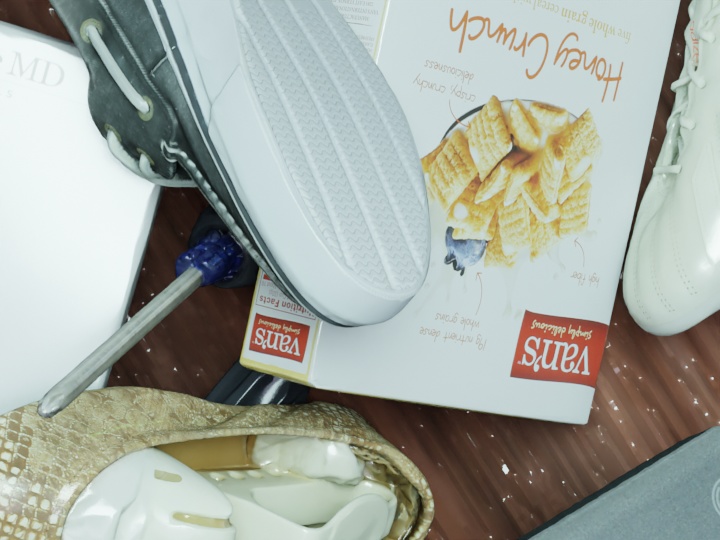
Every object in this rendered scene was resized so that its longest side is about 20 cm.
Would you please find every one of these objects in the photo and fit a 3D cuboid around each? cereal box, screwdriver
[{"bbox_3d":[0.041,-0.054,0.752,0.144,0.039,0.201,10,91,-47],"label":"cereal box"},{"bbox_3d":[0.000,0.000,0.794,0.029,0.028,0.200,40,87,-35],"label":"screwdriver"},{"bbox_3d":[-0.057,0.003,0.701,0.028,0.200,0.029,-3,102,18],"label":"screwdriver"}]

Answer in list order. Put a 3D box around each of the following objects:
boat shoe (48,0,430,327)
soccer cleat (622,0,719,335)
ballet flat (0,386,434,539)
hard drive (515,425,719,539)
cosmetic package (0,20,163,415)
[{"bbox_3d":[-0.045,-0.057,0.684,0.071,0.072,0.201,-43,59,28],"label":"boat shoe"},{"bbox_3d":[0.133,-0.074,0.783,0.077,0.069,0.201,35,80,-25],"label":"soccer cleat"},{"bbox_3d":[-0.048,0.073,0.717,0.200,0.065,0.071,-5,110,-48],"label":"ballet flat"},{"bbox_3d":[0.067,0.151,0.687,0.200,0.033,0.140,-27,87,-32],"label":"hard drive"},{"bbox_3d":[-0.133,0.018,0.752,0.112,0.081,0.201,14,91,-5],"label":"cosmetic package"}]
